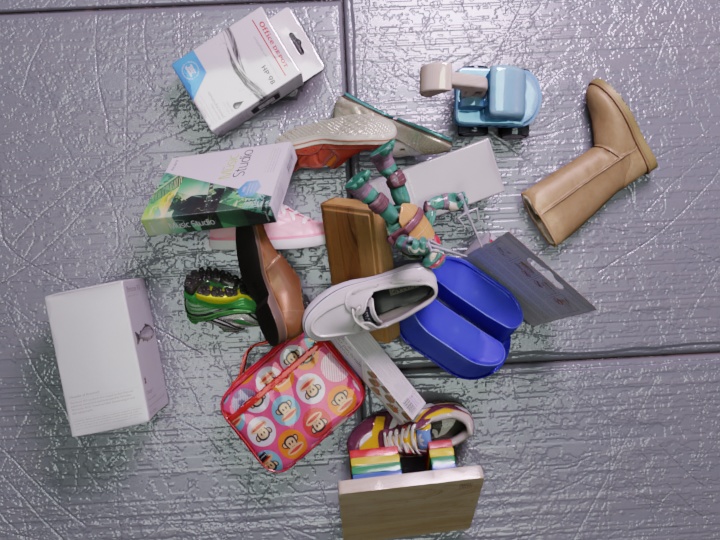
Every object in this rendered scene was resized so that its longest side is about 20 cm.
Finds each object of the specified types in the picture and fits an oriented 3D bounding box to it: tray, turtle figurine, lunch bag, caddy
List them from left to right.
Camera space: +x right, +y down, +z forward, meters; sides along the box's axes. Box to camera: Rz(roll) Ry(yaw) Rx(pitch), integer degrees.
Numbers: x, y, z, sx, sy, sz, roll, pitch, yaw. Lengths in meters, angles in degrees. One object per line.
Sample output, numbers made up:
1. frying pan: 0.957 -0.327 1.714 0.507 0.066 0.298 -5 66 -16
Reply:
1. lunch bag: -0.106 0.180 1.078 0.199 0.082 0.177 -40 88 3
2. tray: 0.000 0.000 1.036 0.098 0.037 0.203 11 117 38
3. turtle figurine: 0.072 -0.065 0.945 0.100 0.150 0.200 -31 110 38
4. caddy: 0.144 0.072 1.069 0.199 0.105 0.142 34 67 -1

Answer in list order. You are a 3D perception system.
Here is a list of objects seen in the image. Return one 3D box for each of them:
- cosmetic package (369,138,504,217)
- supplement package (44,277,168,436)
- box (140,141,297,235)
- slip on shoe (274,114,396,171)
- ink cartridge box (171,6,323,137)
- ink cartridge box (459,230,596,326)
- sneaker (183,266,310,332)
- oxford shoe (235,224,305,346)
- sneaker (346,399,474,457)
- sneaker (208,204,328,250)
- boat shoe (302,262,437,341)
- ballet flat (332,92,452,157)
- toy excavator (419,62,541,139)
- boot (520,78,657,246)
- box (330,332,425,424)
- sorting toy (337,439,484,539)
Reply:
1. cosmetic package: 0.102 -0.121 1.059 0.197 0.107 0.091 -23 96 -2
2. supplement package: -0.367 0.121 1.049 0.115 0.117 0.204 -11 93 -1
3. box: -0.198 -0.117 1.016 0.197 0.146 0.037 -6 133 16
4. slip on shoe: -0.033 -0.183 1.045 0.197 0.074 0.062 -4 125 29
5. ink cartridge box: -0.164 -0.304 1.067 0.198 0.067 0.117 -33 91 0
6. ink cartridge box: 0.240 0.003 1.019 0.160 0.200 0.050 40 72 -2
7. sneaker: -0.169 0.053 1.084 0.196 0.079 0.086 11 128 -8
8. oxford shoe: -0.127 0.002 1.021 0.070 0.071 0.203 -17 88 -33
9. sneaker: 0.073 0.246 1.076 0.197 0.090 0.076 -18 92 -1
10. sneaker: -0.131 -0.086 1.069 0.196 0.075 0.107 0 97 3
11. boat shoe: 0.013 0.052 0.973 0.197 0.066 0.073 -17 110 3
12. ballet flat: 0.044 -0.202 1.065 0.198 0.067 0.063 28 102 21
13. toy excavator: 0.171 -0.254 1.010 0.191 0.200 0.102 2 91 -2
14. boot: 0.329 -0.164 1.085 0.199 0.066 0.176 -34 92 1
15. box: 0.016 0.135 1.047 0.201 0.039 0.041 50 52 -4
16. sorting toy: 0.066 0.320 1.042 0.196 0.200 0.070 -6 51 -3
